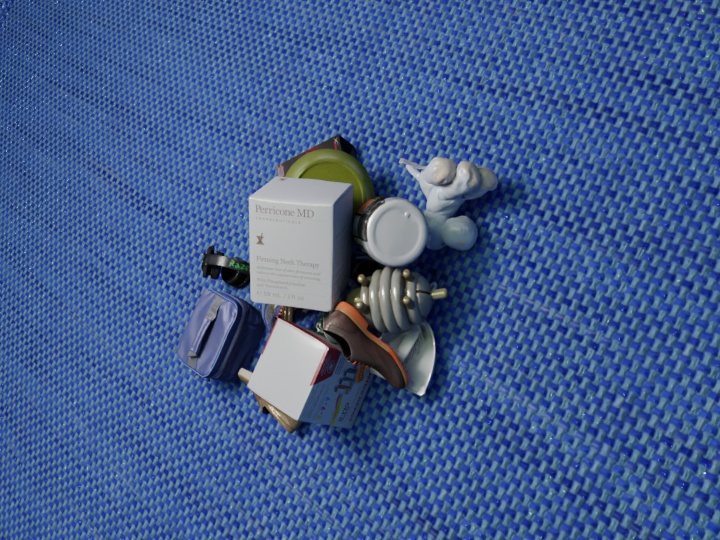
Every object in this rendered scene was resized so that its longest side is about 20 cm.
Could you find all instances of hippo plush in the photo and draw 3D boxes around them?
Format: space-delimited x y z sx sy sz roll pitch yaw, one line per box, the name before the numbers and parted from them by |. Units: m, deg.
hippo plush | 0.156 -0.121 1.398 0.195 0.159 0.166 9 91 14

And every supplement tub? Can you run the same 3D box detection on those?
supplement tub | 0.050 -0.077 1.391 0.125 0.121 0.200 -61 11 1

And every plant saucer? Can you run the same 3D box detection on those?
plant saucer | -0.065 -0.145 1.490 0.194 0.031 0.206 0 91 -5

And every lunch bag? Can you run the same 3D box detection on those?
lunch bag | -0.319 0.151 1.640 0.134 0.132 0.204 22 87 36

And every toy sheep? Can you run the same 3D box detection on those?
toy sheep | 0.066 0.053 1.366 0.195 0.138 0.142 -2 73 19

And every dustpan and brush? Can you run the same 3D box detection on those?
dustpan and brush | 0.105 0.119 1.414 0.137 0.057 0.203 19 69 33

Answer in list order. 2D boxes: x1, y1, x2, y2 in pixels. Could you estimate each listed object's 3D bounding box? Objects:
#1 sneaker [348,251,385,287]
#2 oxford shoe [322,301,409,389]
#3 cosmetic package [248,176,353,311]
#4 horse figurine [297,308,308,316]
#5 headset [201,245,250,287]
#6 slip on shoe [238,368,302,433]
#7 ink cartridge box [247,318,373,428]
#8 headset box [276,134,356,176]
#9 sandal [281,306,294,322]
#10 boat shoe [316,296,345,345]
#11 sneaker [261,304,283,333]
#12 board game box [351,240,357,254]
sneaker | 0.000 0.000 1.507 0.197 0.084 0.077 20 86 38
oxford shoe | 0.008 0.155 1.353 0.073 0.200 0.071 -46 7 -27
cosmetic package | -0.109 -0.055 1.393 0.162 0.167 0.206 6 111 11
horse figurine | -0.100 -0.017 1.588 0.132 0.049 0.205 -32 64 53
headset | -0.314 -0.019 1.705 0.198 0.122 0.097 -5 69 53
slip on shoe | -0.195 0.273 1.559 0.197 0.076 0.062 28 83 29
ink cartridge box | -0.087 0.204 1.432 0.143 0.199 0.148 24 89 33
headset box | -0.099 -0.186 1.638 0.196 0.075 0.153 -21 66 26
sandal | -0.137 0.163 1.535 0.082 0.053 0.206 -156 65 -74
boat shoe | -0.053 0.110 1.456 0.061 0.200 0.074 -32 99 11
sneaker | -0.157 0.057 1.567 0.078 0.074 0.204 41 125 44
board game box | -0.088 -0.102 1.525 0.194 0.039 0.163 -3 92 -4
